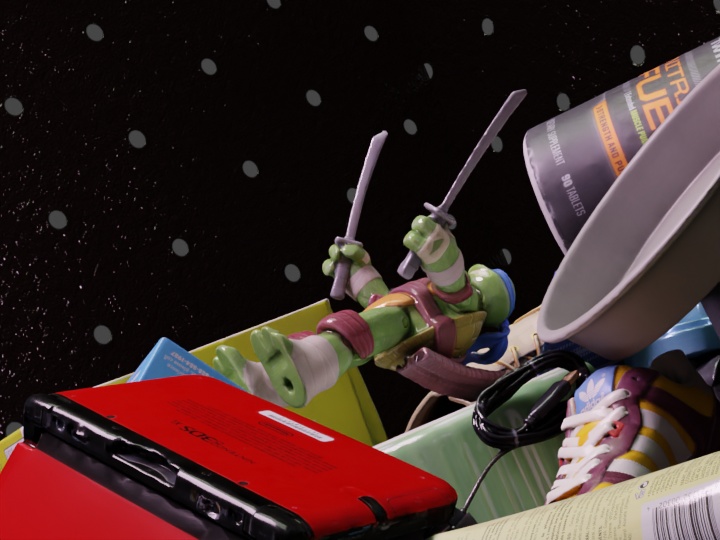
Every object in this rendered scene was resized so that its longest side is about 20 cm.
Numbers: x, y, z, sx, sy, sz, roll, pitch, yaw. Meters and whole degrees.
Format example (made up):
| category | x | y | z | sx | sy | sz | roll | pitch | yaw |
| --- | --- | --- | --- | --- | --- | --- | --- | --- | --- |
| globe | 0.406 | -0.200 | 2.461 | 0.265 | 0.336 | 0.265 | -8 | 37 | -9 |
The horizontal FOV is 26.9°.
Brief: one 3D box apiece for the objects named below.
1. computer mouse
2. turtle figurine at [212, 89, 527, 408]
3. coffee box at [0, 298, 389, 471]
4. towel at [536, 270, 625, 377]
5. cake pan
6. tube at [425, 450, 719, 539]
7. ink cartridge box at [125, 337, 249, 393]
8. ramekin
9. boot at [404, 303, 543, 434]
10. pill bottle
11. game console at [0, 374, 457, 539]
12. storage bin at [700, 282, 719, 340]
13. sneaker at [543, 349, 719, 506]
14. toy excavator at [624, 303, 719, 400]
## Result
| category | x | y | z | sx | sy | sz | roll | pitch | yaw |
| --- | --- | --- | --- | --- | --- | --- | --- | --- | --- |
| computer mouse | 0.053 | 0.109 | 0.726 | 0.200 | 0.058 | 0.034 | -52 | -20 | -28 |
| turtle figurine | 0.000 | 0.000 | 0.920 | 0.193 | 0.202 | 0.143 | -28 | 33 | -32 |
| coffee box | -0.102 | 0.162 | 1.001 | 0.198 | 0.202 | 0.197 | -20 | -7 | -35 |
| towel | 0.153 | 0.079 | 1.047 | 0.024 | 0.202 | 0.144 | 22 | 24 | 32 |
| cake pan | 0.164 | -0.035 | 0.763 | 0.201 | 0.037 | 0.200 | -53 | 4 | 6 |
| tube | 0.087 | 0.115 | 0.584 | 0.199 | 0.052 | 0.058 | -28 | -6 | 41 |
| ink cartridge box | -0.113 | 0.153 | 0.819 | 0.068 | 0.115 | 0.201 | -44 | 15 | 50 |
| ramekin | 0.067 | 0.128 | 0.851 | 0.198 | 0.099 | 0.200 | -23 | -6 | -2 |
| boot | 0.128 | 0.072 | 1.124 | 0.199 | 0.073 | 0.155 | -35 | -2 | 37 |
| pill bottle | 0.206 | -0.078 | 0.900 | 0.199 | 0.107 | 0.106 | -25 | -6 | 17 |
| game console | -0.082 | 0.137 | 0.708 | 0.199 | 0.120 | 0.171 | 19 | 16 | 42 |
| storage bin | 0.268 | 0.019 | 0.825 | 0.144 | 0.136 | 0.200 | -22 | -5 | -5 |
| sneaker | 0.115 | 0.096 | 0.714 | 0.075 | 0.091 | 0.199 | -27 | -7 | 36 |
| toy excavator | 0.261 | 0.015 | 1.056 | 0.193 | 0.202 | 0.100 | -2 | -16 | -32 |
